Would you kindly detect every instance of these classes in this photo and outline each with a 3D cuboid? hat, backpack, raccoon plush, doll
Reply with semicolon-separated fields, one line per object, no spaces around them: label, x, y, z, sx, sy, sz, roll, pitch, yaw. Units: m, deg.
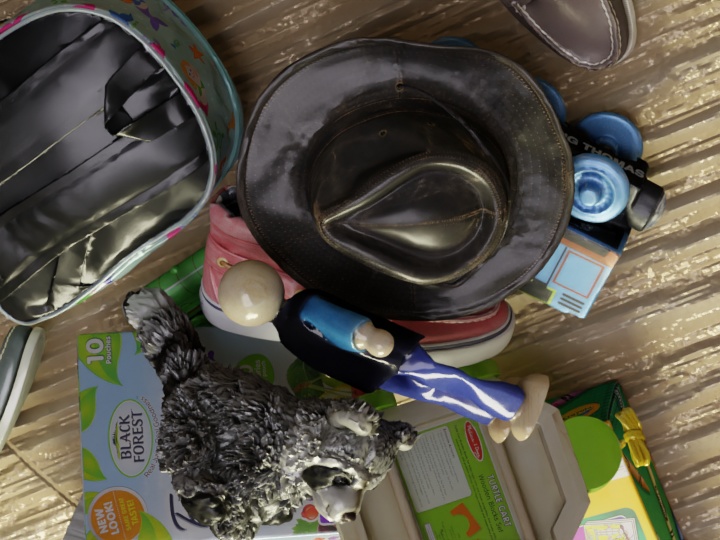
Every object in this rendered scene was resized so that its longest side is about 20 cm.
hat;0.025;-0.038;1.355;0.201;0.081;0.201;1;117;3
backpack;-0.174;-0.085;1.453;0.200;0.151;0.178;-32;102;28
raccoon plush;-0.059;0.070;1.409;0.134;0.097;0.200;-34;78;20
doll;0.006;0.048;1.395;0.200;0.136;0.048;23;77;-14

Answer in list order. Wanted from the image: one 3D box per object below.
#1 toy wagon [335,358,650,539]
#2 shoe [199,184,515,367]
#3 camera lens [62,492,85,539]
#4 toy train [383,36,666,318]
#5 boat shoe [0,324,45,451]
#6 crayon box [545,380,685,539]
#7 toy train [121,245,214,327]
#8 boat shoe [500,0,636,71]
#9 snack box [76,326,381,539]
toy wagon;0.083;0.135;1.460;0.200;0.040;0.155;-16;77;-9
shoe;0.000;0.000;1.454;0.200;0.071;0.091;8;130;3
camera lens;-0.098;0.223;1.576;0.200;0.160;0.160;18;118;5
toy train;0.085;-0.060;1.441;0.200;0.087;0.114;26;123;1
boat shoe;-0.274;0.109;1.616;0.062;0.073;0.200;27;123;-4
crayon box;0.148;0.184;1.554;0.119;0.058;0.200;-17;110;21
toy train;-0.076;-0.006;1.522;0.200;0.042;0.056;-33;127;25
boat shoe;0.095;-0.197;1.386;0.072;0.060;0.200;-27;106;23
snack box;-0.078;0.108;1.504;0.200;0.053;0.142;-3;73;-5
